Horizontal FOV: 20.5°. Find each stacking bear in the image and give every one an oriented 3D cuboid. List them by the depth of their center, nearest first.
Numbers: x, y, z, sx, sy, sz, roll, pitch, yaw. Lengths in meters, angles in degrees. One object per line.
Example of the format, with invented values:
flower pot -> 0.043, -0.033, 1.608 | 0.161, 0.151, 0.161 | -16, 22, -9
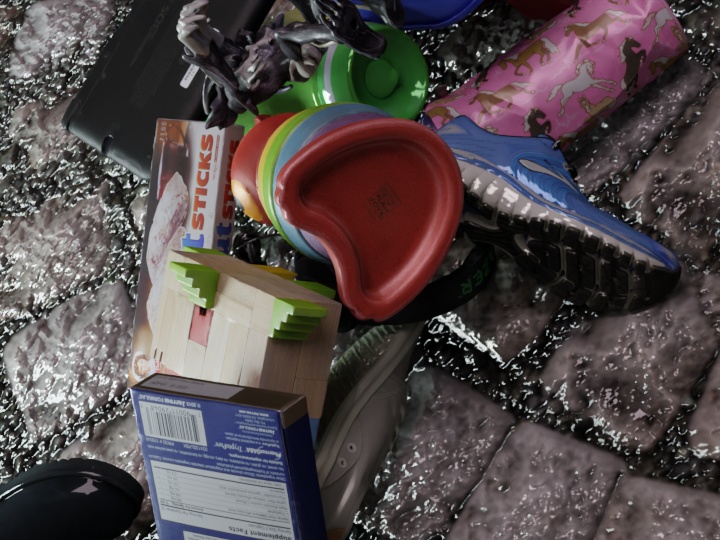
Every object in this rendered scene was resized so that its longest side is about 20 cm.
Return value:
stacking bear -> -0.023, -0.058, 1.308 | 0.114, 0.122, 0.200 | -40, 23, -12

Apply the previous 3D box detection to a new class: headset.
headset -> 0.000, 0.000, 1.400 | 0.199, 0.094, 0.124 | 8, 38, 27

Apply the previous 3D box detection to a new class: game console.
game console -> -0.135, -0.170, 1.565 | 0.176, 0.116, 0.201 | 31, 92, 35

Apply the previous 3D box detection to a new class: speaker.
speaker -> -0.036, -0.130, 1.472 | 0.200, 0.088, 0.089 | -5, 51, 55

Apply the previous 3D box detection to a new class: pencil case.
pencil case -> 0.137, -0.135, 1.416 | 0.200, 0.087, 0.083 | -36, 15, 2

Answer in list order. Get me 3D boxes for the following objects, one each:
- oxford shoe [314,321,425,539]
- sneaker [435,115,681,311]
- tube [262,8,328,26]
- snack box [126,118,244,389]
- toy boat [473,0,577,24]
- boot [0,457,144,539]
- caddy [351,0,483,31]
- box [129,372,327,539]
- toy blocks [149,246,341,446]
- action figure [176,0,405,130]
oxford shoe -> -0.003, 0.106, 1.334 | 0.075, 0.058, 0.200 | -30, 23, 47
sneaker -> 0.128, -0.048, 1.327 | 0.199, 0.079, 0.089 | 30, 58, 13
tube -> -0.041, -0.188, 1.586 | 0.199, 0.052, 0.058 | -24, 85, 8
snack box -> -0.127, -0.008, 1.444 | 0.072, 0.024, 0.201 | 7, 91, 39
toy boat -> 0.109, -0.250, 1.512 | 0.131, 0.130, 0.200 | -54, 38, 28
boot -> -0.244, 0.227, 1.364 | 0.199, 0.076, 0.169 | -16, 45, 29
caddy -> 0.042, -0.243, 1.409 | 0.200, 0.105, 0.142 | 7, 75, 57
box -> -0.076, 0.167, 1.262 | 0.121, 0.201, 0.032 | 6, 23, 34
toy blocks -> -0.083, 0.070, 1.313 | 0.200, 0.100, 0.137 | 21, 102, 56
action figure -> -0.061, -0.167, 1.353 | 0.200, 0.102, 0.119 | -15, 32, 48
